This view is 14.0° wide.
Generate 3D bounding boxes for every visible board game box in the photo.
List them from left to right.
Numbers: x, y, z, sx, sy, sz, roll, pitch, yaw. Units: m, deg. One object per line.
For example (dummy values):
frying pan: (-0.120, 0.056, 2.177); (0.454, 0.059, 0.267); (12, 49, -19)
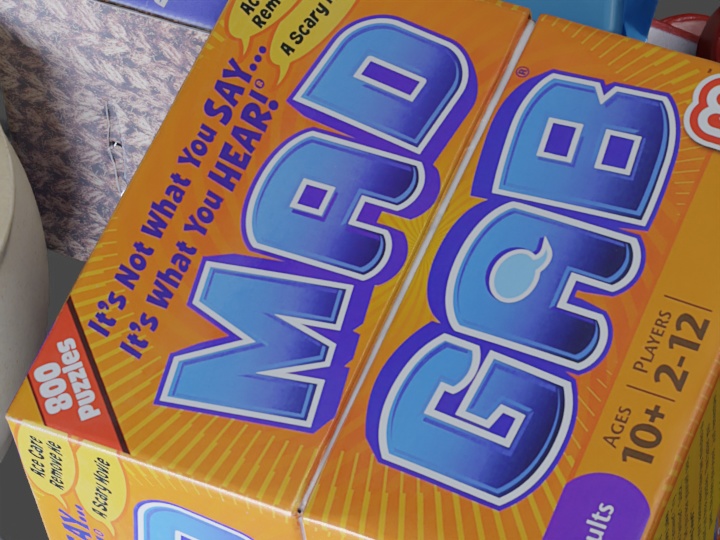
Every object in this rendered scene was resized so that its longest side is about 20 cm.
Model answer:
board game box: (-0.049, -0.117, 1.109); (0.096, 0.160, 0.201); (17, 55, 14)
board game box: (0.028, 0.048, 0.984); (0.199, 0.200, 0.200); (17, 60, 16)

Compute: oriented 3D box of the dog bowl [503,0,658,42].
dog bowl: (0.063, -0.083, 1.140); (0.111, 0.050, 0.201); (4, 97, 1)

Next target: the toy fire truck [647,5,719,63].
toy fire truck: (0.173, -0.018, 1.212); (0.199, 0.112, 0.169); (19, 81, -18)

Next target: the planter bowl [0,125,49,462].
planter bowl: (-0.194, -0.007, 1.018); (0.199, 0.135, 0.201); (10, 62, -19)
